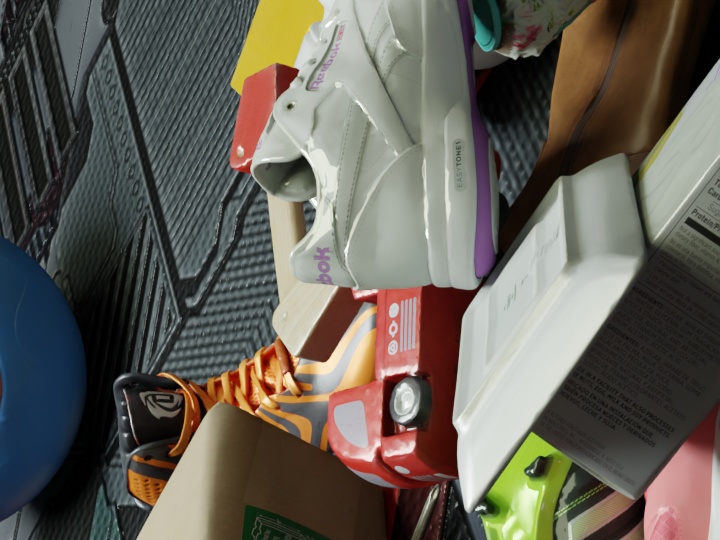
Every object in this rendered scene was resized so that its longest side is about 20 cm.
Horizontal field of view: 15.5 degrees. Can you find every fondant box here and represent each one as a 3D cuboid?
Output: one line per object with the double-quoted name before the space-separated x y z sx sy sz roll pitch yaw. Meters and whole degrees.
"fondant box" 0.141 -0.033 0.959 0.200 0.058 0.144 -54 4 27

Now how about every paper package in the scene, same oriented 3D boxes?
"paper package" -0.067 0.196 1.241 0.200 0.103 0.191 -90 25 -63

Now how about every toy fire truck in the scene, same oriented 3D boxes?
"toy fire truck" 0.000 0.000 1.157 0.141 0.049 0.201 -16 66 48

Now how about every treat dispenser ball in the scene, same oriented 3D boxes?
"treat dispenser ball" -0.271 0.068 1.655 0.201 0.200 0.202 -39 44 51

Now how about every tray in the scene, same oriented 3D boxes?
"tray" 0.063 0.013 0.970 0.108 0.022 0.200 -55 5 13

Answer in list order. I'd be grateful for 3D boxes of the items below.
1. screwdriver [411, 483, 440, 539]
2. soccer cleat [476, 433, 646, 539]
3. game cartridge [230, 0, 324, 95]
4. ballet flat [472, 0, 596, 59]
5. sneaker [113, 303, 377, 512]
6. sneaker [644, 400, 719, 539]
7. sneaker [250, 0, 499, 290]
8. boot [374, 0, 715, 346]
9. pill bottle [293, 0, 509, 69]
"screwdriver" -0.001 0.189 1.247 0.029 0.028 0.201 28 104 49
"soccer cleat" 0.088 0.108 1.044 0.067 0.081 0.201 -21 58 45
"game cartridge" 0.001 -0.164 1.428 0.201 0.032 0.176 -67 27 11
"ballet flat" 0.045 -0.187 1.153 0.201 0.064 0.076 65 166 5
"sneaker" -0.058 0.069 1.328 0.200 0.112 0.078 -55 33 37
"sneaker" 0.137 0.112 0.984 0.087 0.073 0.201 165 124 -71
"sneaker" 0.001 -0.081 1.082 0.075 0.099 0.201 74 -170 -58
"boot" 0.081 -0.054 1.164 0.188 0.068 0.201 -18 61 61
"pill bottle" 0.042 -0.168 1.249 0.201 0.112 0.112 -68 27 17
